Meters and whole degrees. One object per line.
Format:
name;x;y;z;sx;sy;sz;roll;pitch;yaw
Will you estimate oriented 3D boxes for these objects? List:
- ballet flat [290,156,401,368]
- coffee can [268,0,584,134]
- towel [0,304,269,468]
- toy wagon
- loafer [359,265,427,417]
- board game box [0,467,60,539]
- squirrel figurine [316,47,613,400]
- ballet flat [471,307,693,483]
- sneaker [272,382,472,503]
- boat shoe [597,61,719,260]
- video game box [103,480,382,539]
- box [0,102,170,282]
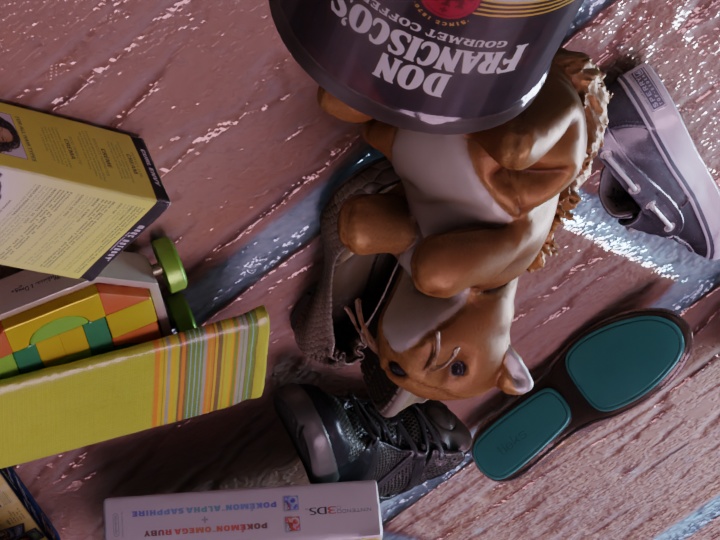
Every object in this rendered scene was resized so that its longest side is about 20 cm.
ballet flat;0.000;0.000;1.487;0.067;0.046;0.200;-12;149;-25
coffee can;0.053;-0.182;1.118;0.146;0.147;0.200;-10;148;-27
towel;-0.149;0.071;1.439;0.199;0.018;0.086;-15;145;-18
toy wagon;-0.172;0.052;1.444;0.155;0.040;0.200;-21;152;-8
loafer;0.055;0.024;1.543;0.068;0.076;0.200;-3;145;-25
board game box;-0.277;0.176;1.573;0.135;0.035;0.200;-24;152;-4
squirrel figurine;0.072;-0.026;1.364;0.200;0.141;0.187;-32;128;-53
ballet flat;0.165;0.085;1.764;0.200;0.068;0.067;-34;171;26
sneaker;0.008;0.106;1.648;0.114;0.076;0.200;-28;155;1
boat shoe;0.182;-0.055;1.517;0.068;0.072;0.200;-31;149;6
video game box;-0.081;0.191;1.659;0.181;0.047;0.200;-1;161;-4
box;-0.195;-0.046;1.248;0.075;0.050;0.200;-42;149;28
